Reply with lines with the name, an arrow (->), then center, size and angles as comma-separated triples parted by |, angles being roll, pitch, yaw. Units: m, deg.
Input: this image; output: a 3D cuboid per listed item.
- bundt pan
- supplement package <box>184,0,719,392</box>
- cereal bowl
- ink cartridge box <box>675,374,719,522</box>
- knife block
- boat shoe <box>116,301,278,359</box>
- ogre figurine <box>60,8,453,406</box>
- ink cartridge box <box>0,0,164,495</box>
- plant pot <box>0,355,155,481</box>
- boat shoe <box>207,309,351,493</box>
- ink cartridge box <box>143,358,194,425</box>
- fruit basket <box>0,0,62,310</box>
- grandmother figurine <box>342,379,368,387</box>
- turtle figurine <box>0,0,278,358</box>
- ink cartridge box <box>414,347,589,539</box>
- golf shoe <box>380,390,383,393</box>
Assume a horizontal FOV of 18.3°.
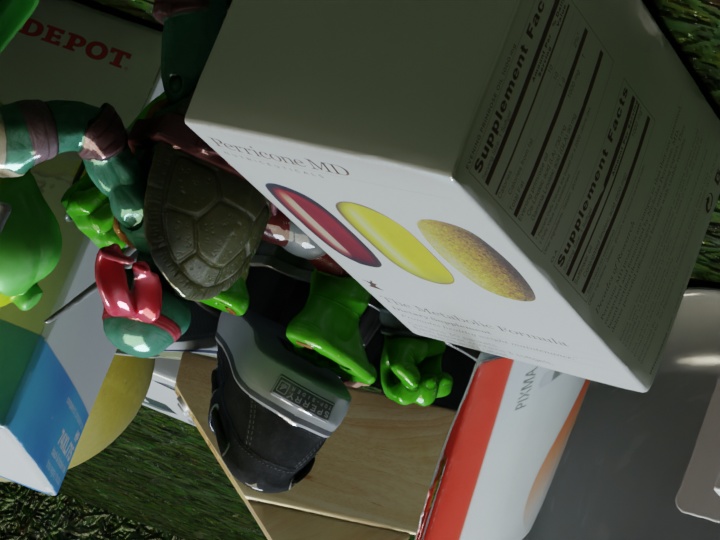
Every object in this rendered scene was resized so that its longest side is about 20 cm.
bundt pan -> 0.000, 0.000, 1.148 | 0.200, 0.076, 0.202 | 20, 166, 5
supplement package -> 0.043, -0.050, 0.814 | 0.113, 0.110, 0.200 | 13, 164, 31
cereal bowl -> 0.164, 0.114, 1.077 | 0.199, 0.201, 0.083 | 11, 166, 39
ink cartridge box -> 0.229, 0.066, 0.957 | 0.199, 0.116, 0.068 | 12, 163, 33
knife block -> 0.018, 0.091, 1.201 | 0.201, 0.175, 0.064 | 57, 172, 2
boat shoe -> -0.072, 0.019, 1.263 | 0.199, 0.073, 0.062 | 6, 167, -40
ogre figurine -> -0.023, -0.029, 0.982 | 0.199, 0.121, 0.098 | 26, 170, -10
ink cartridge box -> -0.183, -0.022, 1.075 | 0.146, 0.201, 0.146 | 20, 164, 8
plant pot -> -0.202, 0.000, 1.293 | 0.199, 0.201, 0.142 | 23, 143, -3
boat shoe -> -0.044, 0.065, 1.074 | 0.070, 0.067, 0.200 | 28, -176, -11
ink cartridge box -> -0.139, 0.041, 1.510 | 0.199, 0.085, 0.146 | 21, 166, 7
fruit basket -> -0.217, -0.064, 0.928 | 0.214, 0.217, 0.155 | 12, 164, 35
grandmother figurine -> -0.042, 0.078, 1.343 | 0.061, 0.121, 0.200 | 43, -167, 6
turtle figurine -> -0.071, -0.041, 0.835 | 0.100, 0.201, 0.150 | 15, 165, 27
ink cartridge box -> 0.065, 0.076, 0.966 | 0.050, 0.201, 0.163 | 18, 136, 6
golf shoe -> 0.079, 0.063, 1.288 | 0.097, 0.079, 0.200 | 17, 173, -22
